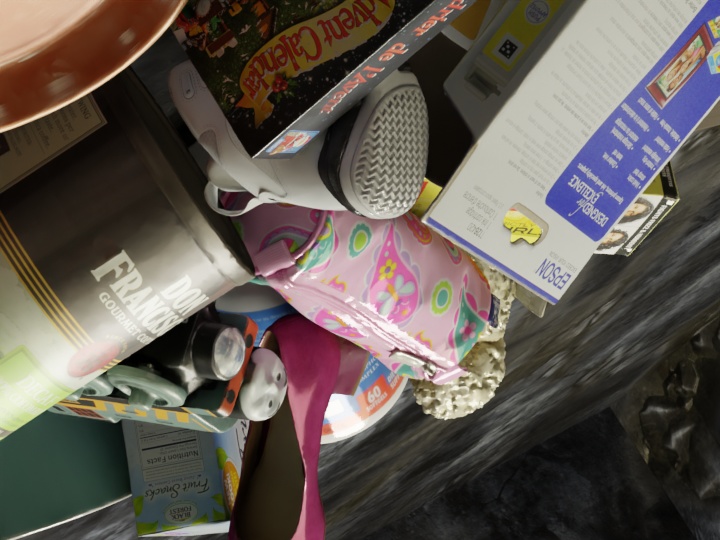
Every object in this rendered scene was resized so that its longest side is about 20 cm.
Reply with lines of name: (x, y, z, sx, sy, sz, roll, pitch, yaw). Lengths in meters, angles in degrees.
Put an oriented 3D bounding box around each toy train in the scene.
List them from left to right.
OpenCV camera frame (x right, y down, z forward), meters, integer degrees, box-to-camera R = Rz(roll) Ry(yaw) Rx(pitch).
toy train: (-0.137, 0.047, 1.187, 0.199, 0.086, 0.114, 3, 159, 33)

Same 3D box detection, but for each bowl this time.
bowl: (-0.245, 0.118, 1.362, 0.199, 0.106, 0.201, -17, -178, 1)

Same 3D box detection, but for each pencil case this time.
pencil case: (0.000, 0.000, 1.181, 0.087, 0.088, 0.200, -36, 144, 15)

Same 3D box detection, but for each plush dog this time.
plush dog: (0.020, 0.007, 1.474, 0.171, 0.201, 0.161, -16, 161, -31)

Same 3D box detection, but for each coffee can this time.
coffee can: (-0.175, -0.005, 1.056, 0.199, 0.147, 0.146, -33, 167, 2)

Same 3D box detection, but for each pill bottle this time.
pill bottle: (-0.048, 0.007, 1.303, 0.112, 0.112, 0.201, -31, 131, -7)

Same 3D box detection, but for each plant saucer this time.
plant saucer: (-0.161, -0.120, 0.857, 0.199, 0.032, 0.201, -22, 157, -10)

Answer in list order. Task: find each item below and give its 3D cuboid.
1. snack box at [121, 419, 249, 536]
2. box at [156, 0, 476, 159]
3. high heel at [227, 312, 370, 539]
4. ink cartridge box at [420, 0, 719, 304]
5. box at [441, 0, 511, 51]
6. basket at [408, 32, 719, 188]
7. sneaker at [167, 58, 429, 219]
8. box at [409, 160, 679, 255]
snack box: (-0.109, 0.074, 1.374, 0.067, 0.202, 0.169, -13, 170, 12)
box: (-0.005, -0.163, 0.903, 0.200, 0.137, 0.038, -39, 164, 24)
high heel: (-0.060, 0.120, 1.236, 0.096, 0.067, 0.201, 8, 100, -57)
ink cartridge box: (0.117, -0.091, 1.050, 0.200, 0.047, 0.197, -50, 153, 6)
box: (0.106, -0.197, 1.058, 0.199, 0.101, 0.113, -21, 142, -43)
basket: (0.118, -0.128, 1.189, 0.199, 0.180, 0.137, -25, 141, -34)
sneaker: (-0.031, -0.121, 0.982, 0.114, 0.202, 0.075, -5, 172, 28)
box: (0.089, -0.052, 1.253, 0.199, 0.050, 0.075, 5, 148, -23)
